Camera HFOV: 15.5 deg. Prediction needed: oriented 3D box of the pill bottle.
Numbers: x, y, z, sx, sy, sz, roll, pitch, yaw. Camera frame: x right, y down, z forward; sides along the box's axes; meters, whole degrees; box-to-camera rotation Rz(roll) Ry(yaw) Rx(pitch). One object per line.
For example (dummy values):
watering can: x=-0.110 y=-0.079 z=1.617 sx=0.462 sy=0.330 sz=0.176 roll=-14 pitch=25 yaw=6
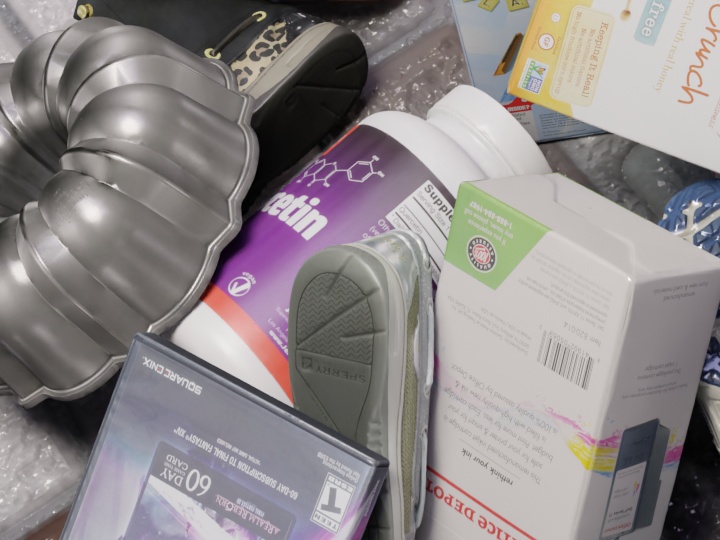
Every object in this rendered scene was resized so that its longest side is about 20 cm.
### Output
pill bottle: x=0.000 y=0.000 z=1.301 sx=0.200 sy=0.113 sz=0.112 roll=-41 pitch=57 yaw=-15

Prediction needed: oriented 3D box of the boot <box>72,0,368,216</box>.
boot: x=-0.114 y=-0.088 z=1.419 sx=0.203 sy=0.074 sz=0.154 roll=-40 pitch=52 yaw=-15

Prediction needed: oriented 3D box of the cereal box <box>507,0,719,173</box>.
cereal box: x=0.183 y=-0.115 z=1.215 sx=0.199 sy=0.040 sz=0.145 roll=20 pitch=103 yaw=1

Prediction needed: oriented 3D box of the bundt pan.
bundt pan: x=-0.148 y=-0.040 z=1.294 sx=0.201 sy=0.076 sz=0.203 roll=-27 pitch=44 yaw=29

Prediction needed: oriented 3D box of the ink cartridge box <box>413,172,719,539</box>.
ink cartridge box: x=0.085 y=0.070 z=1.210 sx=0.067 sy=0.201 sz=0.117 roll=-7 pitch=28 yaw=-41

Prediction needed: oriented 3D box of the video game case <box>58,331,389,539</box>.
video game case: x=-0.080 y=0.149 z=1.212 sx=0.142 sy=0.019 sz=0.201 roll=26 pitch=100 yaw=28

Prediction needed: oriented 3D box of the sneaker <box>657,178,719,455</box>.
sneaker: x=0.182 y=0.056 z=1.224 sx=0.076 sy=0.085 sz=0.201 roll=-14 pitch=69 yaw=-1

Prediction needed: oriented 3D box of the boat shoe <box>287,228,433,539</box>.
boat shoe: x=0.002 y=0.082 z=1.220 sx=0.074 sy=0.204 sz=0.065 roll=13 pitch=20 yaw=33

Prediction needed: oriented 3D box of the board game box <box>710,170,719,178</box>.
board game box: x=0.273 y=-0.067 z=1.278 sx=0.199 sy=0.046 sz=0.152 roll=-29 pitch=85 yaw=-5

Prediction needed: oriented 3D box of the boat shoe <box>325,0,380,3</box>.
boat shoe: x=-0.054 y=-0.194 z=1.411 sx=0.199 sy=0.077 sz=0.072 roll=6 pitch=22 yaw=-32

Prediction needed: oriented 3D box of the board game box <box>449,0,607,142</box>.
board game box: x=0.143 y=-0.149 z=1.313 sx=0.198 sy=0.200 sz=0.041 roll=-8 pitch=54 yaw=8
